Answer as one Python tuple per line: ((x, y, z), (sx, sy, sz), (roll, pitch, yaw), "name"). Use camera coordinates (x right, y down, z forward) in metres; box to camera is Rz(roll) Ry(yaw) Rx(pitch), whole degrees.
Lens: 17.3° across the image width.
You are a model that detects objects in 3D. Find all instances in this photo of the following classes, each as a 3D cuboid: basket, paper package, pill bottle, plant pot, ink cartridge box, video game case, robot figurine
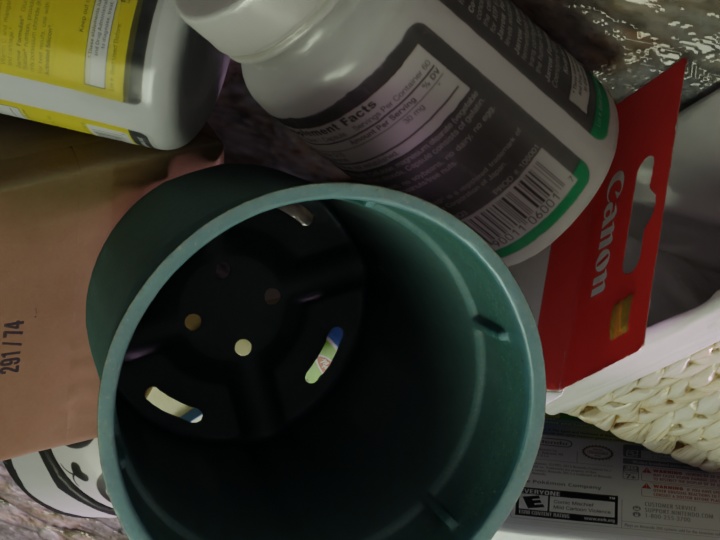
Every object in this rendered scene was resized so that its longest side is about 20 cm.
((0.188, 0.004, 1.151), (0.123, 0.136, 0.200), (26, 151, -21), "basket")
((-0.173, -0.006, 1.243), (0.191, 0.103, 0.200), (-13, 134, -19), "paper package")
((0.017, -0.096, 1.096), (0.113, 0.113, 0.200), (-14, 137, 46), "pill bottle")
((-0.039, 0.039, 1.107), (0.200, 0.200, 0.196), (30, -176, -20), "plant pot")
((0.078, -0.008, 1.162), (0.050, 0.161, 0.200), (21, 153, -18), "ink cartridge box")
((-0.167, -0.132, 1.149), (0.200, 0.112, 0.112), (14, 151, 10), "pill bottle")
((0.169, 0.095, 1.247), (0.200, 0.182, 0.022), (5, 124, 4), "video game case")
((-0.151, 0.089, 1.430), (0.150, 0.125, 0.200), (8, 170, -23), "robot figurine")

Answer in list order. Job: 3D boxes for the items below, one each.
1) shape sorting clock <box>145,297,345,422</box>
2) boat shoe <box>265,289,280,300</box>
((-0.024, 0.099, 1.291), (0.200, 0.039, 0.200), (0, 122, 0), "shape sorting clock")
((0.000, 0.004, 1.325), (0.202, 0.075, 0.086), (-4, 145, 31), "boat shoe")
